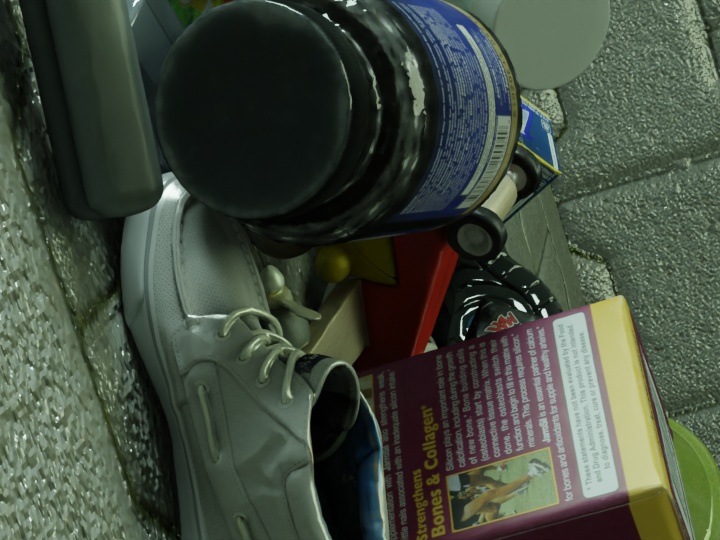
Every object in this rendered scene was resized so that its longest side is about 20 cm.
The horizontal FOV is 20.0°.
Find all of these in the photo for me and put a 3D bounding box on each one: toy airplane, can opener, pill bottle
[{"bbox_3d":[0.000,0.000,1.093,0.201,0.140,0.200,-65,173,-4],"label":"toy airplane"},{"bbox_3d":[-0.126,-0.116,0.797,0.053,0.066,0.202,-1,-74,63],"label":"can opener"},{"bbox_3d":[-0.008,-0.068,0.876,0.200,0.111,0.113,-9,83,-69],"label":"pill bottle"},{"bbox_3d":[0.069,-0.184,1.253,0.200,0.110,0.111,45,-18,54],"label":"pill bottle"}]

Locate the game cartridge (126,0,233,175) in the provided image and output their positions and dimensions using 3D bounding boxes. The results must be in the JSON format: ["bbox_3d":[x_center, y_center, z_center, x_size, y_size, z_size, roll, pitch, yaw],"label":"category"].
[{"bbox_3d":[-0.065,-0.124,0.935,0.134,0.040,0.201,64,39,-49],"label":"game cartridge"}]

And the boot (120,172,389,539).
[{"bbox_3d":[-0.036,0.045,0.838,0.073,0.095,0.202,-3,76,-45],"label":"boot"}]

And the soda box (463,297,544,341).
[{"bbox_3d":[0.060,0.111,1.079,0.071,0.063,0.201,-76,-175,-46],"label":"soda box"}]

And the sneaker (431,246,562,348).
[{"bbox_3d":[0.076,0.031,1.220,0.082,0.072,0.201,88,-12,-50],"label":"sneaker"}]

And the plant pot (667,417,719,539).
[{"bbox_3d":[0.123,0.141,1.402,0.190,0.199,0.201,45,28,-43],"label":"plant pot"}]

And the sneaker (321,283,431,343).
[{"bbox_3d":[0.030,0.076,1.255,0.080,0.070,0.201,-93,163,-60],"label":"sneaker"}]

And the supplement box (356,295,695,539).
[{"bbox_3d":[0.048,0.113,0.933,0.132,0.198,0.104,-93,163,-50],"label":"supplement box"}]

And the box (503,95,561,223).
[{"bbox_3d":[0.045,-0.116,1.392,0.199,0.064,0.070,32,32,-28],"label":"box"}]
